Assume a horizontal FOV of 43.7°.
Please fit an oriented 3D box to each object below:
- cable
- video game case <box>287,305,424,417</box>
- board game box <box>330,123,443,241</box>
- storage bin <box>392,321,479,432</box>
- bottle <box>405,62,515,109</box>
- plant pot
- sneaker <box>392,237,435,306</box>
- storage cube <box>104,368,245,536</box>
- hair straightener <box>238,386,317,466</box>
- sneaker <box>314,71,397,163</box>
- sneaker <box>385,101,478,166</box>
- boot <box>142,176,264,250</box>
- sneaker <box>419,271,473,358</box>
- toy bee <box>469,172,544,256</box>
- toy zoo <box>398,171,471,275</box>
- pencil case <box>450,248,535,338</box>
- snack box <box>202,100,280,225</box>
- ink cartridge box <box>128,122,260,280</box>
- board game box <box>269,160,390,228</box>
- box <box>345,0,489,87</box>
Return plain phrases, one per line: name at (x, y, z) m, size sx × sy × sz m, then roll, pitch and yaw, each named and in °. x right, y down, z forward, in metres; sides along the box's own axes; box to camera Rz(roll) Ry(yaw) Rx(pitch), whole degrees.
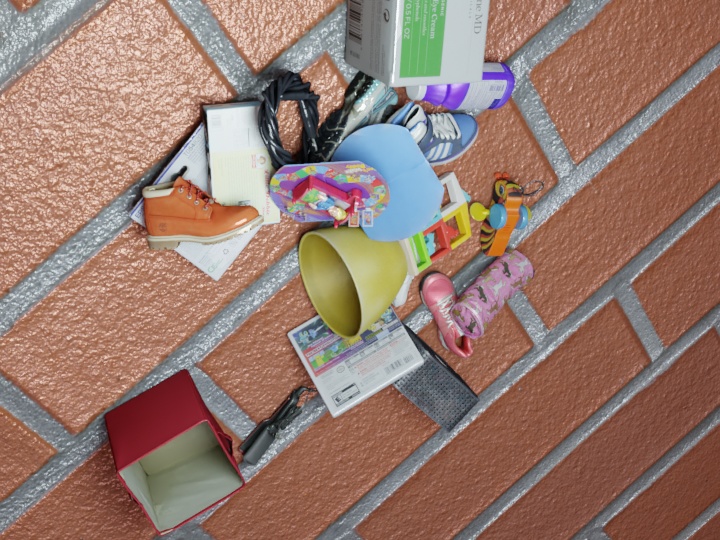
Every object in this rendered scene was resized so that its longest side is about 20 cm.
cable at (-0.107, -0.236, 1.446) m, size 0.200 × 0.050 × 0.166 m, roll 49°, pitch 54°, yaw -62°
video game case at (-0.010, 0.145, 1.673) m, size 0.198 × 0.184 × 0.023 m, roll -29°, pitch 161°, yaw -8°
board game box at (0.046, -0.153, 1.514) m, size 0.157 × 0.039 × 0.201 m, roll -30°, pitch 106°, yaw 18°
storage bin at (0.129, 0.210, 1.773) m, size 0.094 × 0.135 × 0.200 m, roll -46°, pitch 123°, yaw 3°
bottle at (0.173, -0.323, 1.570) m, size 0.197 × 0.066 × 0.084 m, roll -7°, pitch 147°, yaw -28°
plant pot at (0.000, 0.000, 1.600) m, size 0.141 × 0.199 × 0.203 m, roll -25°, pitch 122°, yaw -27°
sneaker at (0.097, -0.026, 1.688) m, size 0.098 × 0.078 × 0.203 m, roll -4°, pitch 116°, yaw -26°
storage cube at (-0.330, 0.319, 1.597) m, size 0.198 × 0.180 × 0.173 m, roll -30°, pitch 122°, yaw -9°
hair straightener at (-0.152, 0.301, 1.727) m, size 0.200 × 0.077 × 0.041 m, roll -44°, pitch 121°, yaw 0°
sneaker at (-0.006, -0.243, 1.540) m, size 0.086 × 0.078 × 0.201 m, roll 33°, pitch 98°, yaw -35°
sneaker at (0.123, -0.245, 1.554) m, size 0.197 × 0.082 × 0.147 m, roll -23°, pitch 160°, yaw -9°
boot at (-0.253, -0.097, 1.422) m, size 0.196 × 0.075 × 0.109 m, roll -5°, pitch 107°, yaw 8°
sneaker at (0.181, 0.089, 1.770) m, size 0.073 × 0.087 × 0.202 m, roll -30°, pitch 121°, yaw -8°
toy bee at (0.283, -0.128, 1.719) m, size 0.130 × 0.110 × 0.200 m, roll 18°, pitch 130°, yaw -38°
toy zoo at (0.141, -0.094, 1.658) m, size 0.199 × 0.020 × 0.133 m, roll -33°, pitch 113°, yaw -36°
pencil case at (0.256, 0.044, 1.745) m, size 0.087 × 0.083 × 0.200 m, roll 46°, pitch 58°, yaw 4°
snack box at (-0.193, -0.171, 1.467) m, size 0.114 × 0.037 × 0.204 m, roll -8°, pitch 114°, yaw -20°
ink cartridge box at (-0.256, -0.116, 1.508) m, size 0.199 × 0.041 × 0.200 m, roll 39°, pitch 93°, yaw -32°
board game box at (-0.051, -0.110, 1.444) m, size 0.196 × 0.040 × 0.159 m, roll -3°, pitch 149°, yaw 8°
box at (0.087, -0.412, 1.428) m, size 0.168 × 0.200 × 0.203 m, roll -8°, pitch 116°, yaw -22°
